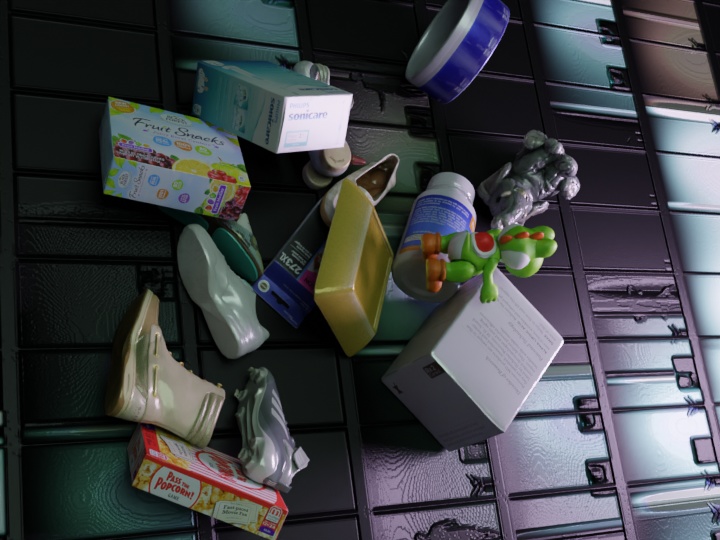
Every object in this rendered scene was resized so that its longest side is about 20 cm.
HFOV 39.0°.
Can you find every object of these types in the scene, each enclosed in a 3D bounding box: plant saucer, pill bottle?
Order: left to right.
[{"bbox_3d":[0.000,0.000,1.514,0.047,0.201,0.203,4,61,18],"label":"plant saucer"},{"bbox_3d":[0.126,-0.059,1.638,0.111,0.112,0.202,31,53,-14],"label":"pill bottle"}]

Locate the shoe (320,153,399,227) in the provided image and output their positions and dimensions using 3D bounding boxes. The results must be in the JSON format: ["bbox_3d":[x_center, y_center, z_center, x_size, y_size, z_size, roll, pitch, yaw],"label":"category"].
[{"bbox_3d":[0.002,-0.130,1.613,0.070,0.053,0.200,46,43,-1],"label":"shoe"}]

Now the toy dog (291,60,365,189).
[{"bbox_3d":[-0.046,-0.231,1.615,0.095,0.131,0.205,-7,100,-30],"label":"toy dog"}]

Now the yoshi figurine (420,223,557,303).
[{"bbox_3d":[0.191,-0.017,1.505,0.196,0.112,0.115,-8,102,4],"label":"yoshi figurine"}]

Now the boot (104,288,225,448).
[{"bbox_3d":[-0.258,0.133,1.383,0.154,0.073,0.202,27,39,-26],"label":"boot"}]

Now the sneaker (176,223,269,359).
[{"bbox_3d":[-0.196,0.024,1.475,0.088,0.075,0.203,-22,89,-45],"label":"sneaker"}]

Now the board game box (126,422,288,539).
[{"bbox_3d":[-0.202,0.271,1.321,0.197,0.151,0.047,26,91,-18],"label":"board game box"}]

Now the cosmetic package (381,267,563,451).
[{"bbox_3d":[0.171,0.138,1.562,0.165,0.165,0.200,45,58,-5],"label":"cosmetic package"}]

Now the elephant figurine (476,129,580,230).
[{"bbox_3d":[0.267,-0.133,1.746,0.200,0.156,0.141,-44,57,-8],"label":"elephant figurine"}]

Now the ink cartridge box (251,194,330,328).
[{"bbox_3d":[-0.075,-0.016,1.568,0.094,0.037,0.201,41,60,-8],"label":"ink cartridge box"}]

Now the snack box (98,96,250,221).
[{"bbox_3d":[-0.269,-0.160,1.455,0.196,0.068,0.170,13,32,-24],"label":"snack box"}]

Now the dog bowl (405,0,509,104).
[{"bbox_3d":[0.164,-0.389,1.737,0.078,0.199,0.203,32,59,-16],"label":"dog bowl"}]

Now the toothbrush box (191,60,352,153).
[{"bbox_3d":[-0.132,-0.247,1.508,0.145,0.198,0.087,-13,120,-48],"label":"toothbrush box"}]

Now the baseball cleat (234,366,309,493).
[{"bbox_3d":[-0.123,0.225,1.406,0.106,0.070,0.202,36,29,-26],"label":"baseball cleat"}]

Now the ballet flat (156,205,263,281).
[{"bbox_3d":[-0.211,-0.071,1.500,0.199,0.069,0.072,38,50,-7],"label":"ballet flat"}]
